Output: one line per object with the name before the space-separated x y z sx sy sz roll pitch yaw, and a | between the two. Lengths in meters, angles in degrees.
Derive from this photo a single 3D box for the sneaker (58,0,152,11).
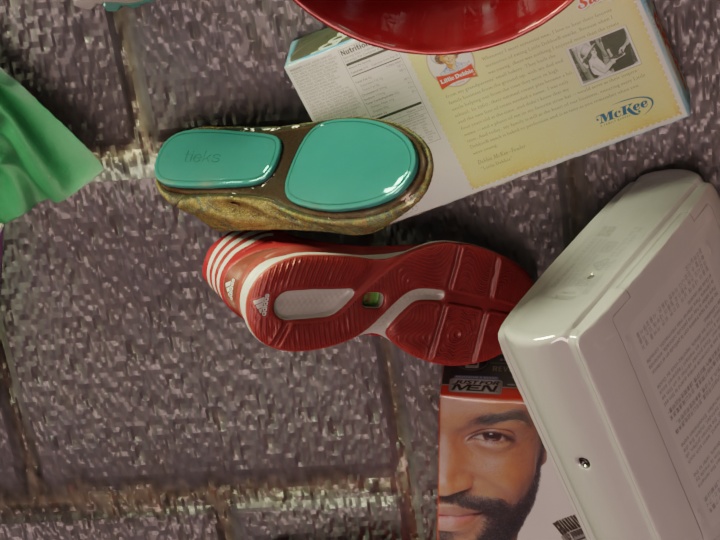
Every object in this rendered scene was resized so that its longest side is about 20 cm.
sneaker | -0.182 -0.216 1.007 0.200 0.078 0.091 32 115 -14

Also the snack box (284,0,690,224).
snack box | 0.071 -0.108 1.061 0.199 0.037 0.116 -19 117 17

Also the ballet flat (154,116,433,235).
ballet flat | -0.028 -0.048 1.060 0.199 0.071 0.071 4 126 38

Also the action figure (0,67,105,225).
action figure | -0.247 -0.116 1.083 0.118 0.055 0.200 -24 119 21

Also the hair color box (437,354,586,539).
hair color box | 0.104 0.147 1.196 0.110 0.064 0.201 2 120 6

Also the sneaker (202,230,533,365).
sneaker | 0.000 0.000 1.123 0.199 0.115 0.079 8 106 -33

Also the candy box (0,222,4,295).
candy box | -0.322 0.030 1.149 0.199 0.072 0.168 13 135 -1

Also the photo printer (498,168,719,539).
photo printer | 0.172 0.068 1.086 0.069 0.166 0.200 3 129 45

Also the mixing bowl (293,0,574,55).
mixing bowl | 0.038 -0.221 0.956 0.199 0.109 0.201 3 120 5
